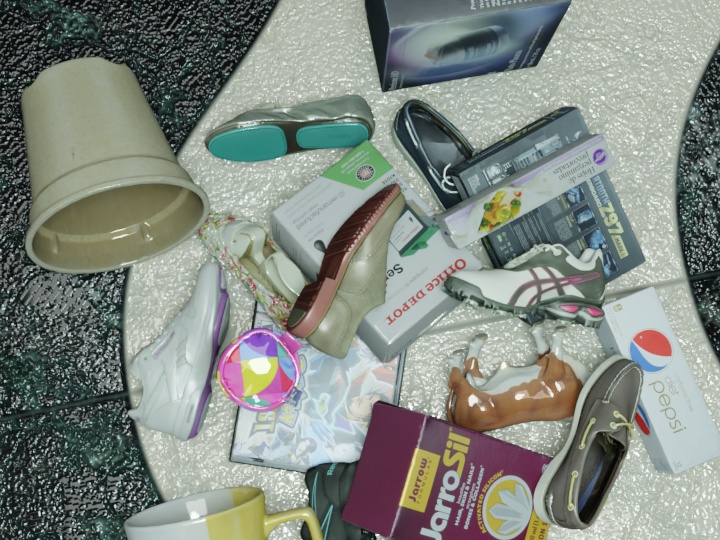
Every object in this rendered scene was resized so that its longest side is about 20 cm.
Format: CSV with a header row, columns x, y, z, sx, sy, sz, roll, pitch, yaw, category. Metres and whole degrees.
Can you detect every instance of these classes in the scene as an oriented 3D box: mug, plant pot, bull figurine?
x,y,z,sx,sy,sz,roll,pitch,yaw,category
-0.145,0.319,1.087,0.186,0.149,0.154,-12,88,32,mug
-0.287,-0.124,1.151,0.200,0.201,0.184,-19,71,-5,plant pot
0.190,0.124,1.161,0.199,0.065,0.122,-14,103,1,bull figurine

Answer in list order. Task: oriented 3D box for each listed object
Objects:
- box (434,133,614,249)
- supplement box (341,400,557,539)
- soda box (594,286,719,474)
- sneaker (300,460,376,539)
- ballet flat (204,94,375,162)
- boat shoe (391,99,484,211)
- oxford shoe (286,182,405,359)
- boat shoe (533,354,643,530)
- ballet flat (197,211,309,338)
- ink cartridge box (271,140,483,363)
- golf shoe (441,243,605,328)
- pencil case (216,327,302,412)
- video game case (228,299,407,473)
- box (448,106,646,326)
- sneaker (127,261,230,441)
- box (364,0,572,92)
x,y,z,sx,sy,sz,roll,pitch,yaw,category
0.176,-0.086,1.120,0.200,0.041,0.039,-29,103,-9,box
0.100,0.230,1.092,0.200,0.103,0.131,22,80,-28,supplement box
0.333,0.124,1.177,0.068,0.064,0.201,-21,82,-5,soda box
-0.019,0.305,1.139,0.079,0.075,0.201,-1,91,26,sneaker
-0.083,-0.170,1.225,0.199,0.067,0.064,-6,53,-3,ballet flat
0.115,-0.117,1.211,0.075,0.062,0.200,-35,85,-15,boat shoe
0.000,0.000,1.090,0.075,0.070,0.200,38,72,-17,oxford shoe
0.252,0.179,1.090,0.072,0.059,0.200,43,69,-26,boat shoe
-0.107,-0.010,1.169,0.076,0.064,0.200,-32,68,-37,ballet flat
0.018,-0.020,1.166,0.146,0.084,0.200,-39,77,-15,ink cartridge box
0.176,0.009,1.119,0.199,0.077,0.088,7,93,-28,golf shoe
-0.102,0.101,1.075,0.088,0.200,0.089,1,86,-8,pencil case
-0.044,0.130,1.185,0.180,0.026,0.201,9,80,0,video game case
0.212,-0.061,1.180,0.157,0.051,0.200,-29,104,-5,box
-0.204,0.084,1.158,0.099,0.075,0.201,14,86,3,sneaker
0.112,-0.299,1.174,0.198,0.200,0.124,-9,81,-2,box
